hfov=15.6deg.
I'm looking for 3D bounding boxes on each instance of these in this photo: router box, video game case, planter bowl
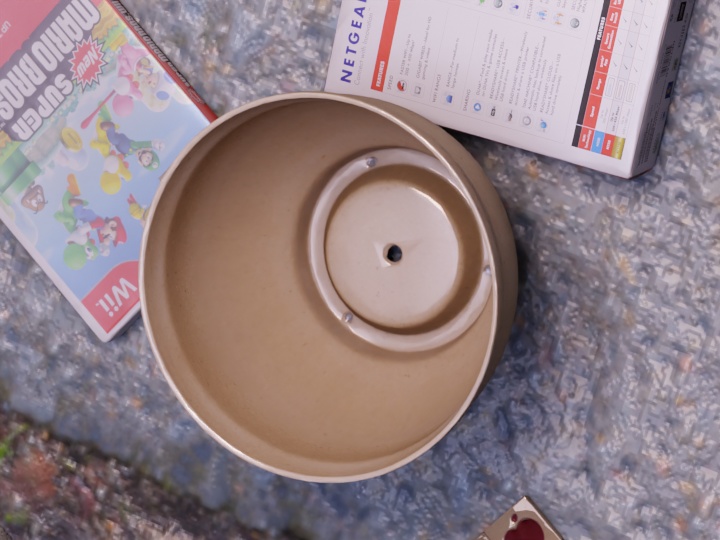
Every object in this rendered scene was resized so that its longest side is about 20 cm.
[{"bbox_3d":[0.088,-0.169,1.374,0.178,0.049,0.202,18,105,19],"label":"router box"},{"bbox_3d":[-0.163,-0.079,1.510,0.143,0.017,0.200,-44,82,22],"label":"video game case"},{"bbox_3d":[0.000,0.000,1.393,0.199,0.135,0.202,4,100,22],"label":"planter bowl"}]

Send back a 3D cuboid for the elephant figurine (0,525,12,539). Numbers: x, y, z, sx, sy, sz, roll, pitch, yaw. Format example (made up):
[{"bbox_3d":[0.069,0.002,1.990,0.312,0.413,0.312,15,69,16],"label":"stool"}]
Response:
[{"bbox_3d":[-0.157,0.255,1.514,0.140,0.155,0.202,-2,70,-11],"label":"elephant figurine"}]

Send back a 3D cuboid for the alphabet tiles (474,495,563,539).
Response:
[{"bbox_3d":[0.077,0.250,1.477,0.200,0.008,0.167,-43,83,23],"label":"alphabet tiles"}]
